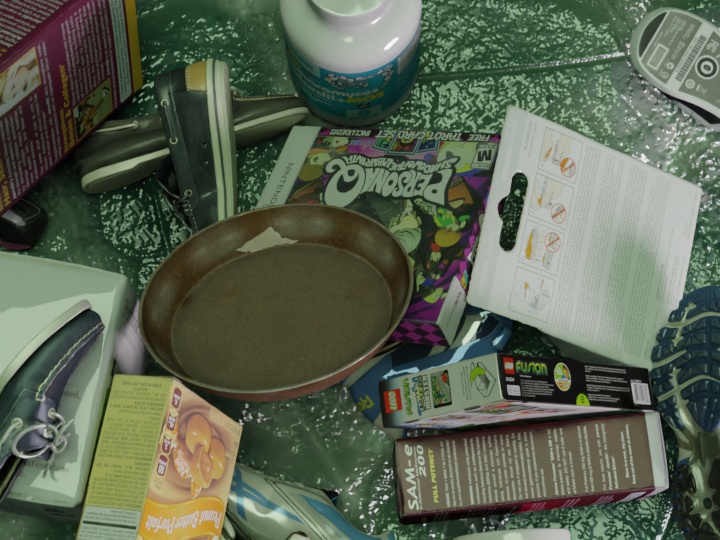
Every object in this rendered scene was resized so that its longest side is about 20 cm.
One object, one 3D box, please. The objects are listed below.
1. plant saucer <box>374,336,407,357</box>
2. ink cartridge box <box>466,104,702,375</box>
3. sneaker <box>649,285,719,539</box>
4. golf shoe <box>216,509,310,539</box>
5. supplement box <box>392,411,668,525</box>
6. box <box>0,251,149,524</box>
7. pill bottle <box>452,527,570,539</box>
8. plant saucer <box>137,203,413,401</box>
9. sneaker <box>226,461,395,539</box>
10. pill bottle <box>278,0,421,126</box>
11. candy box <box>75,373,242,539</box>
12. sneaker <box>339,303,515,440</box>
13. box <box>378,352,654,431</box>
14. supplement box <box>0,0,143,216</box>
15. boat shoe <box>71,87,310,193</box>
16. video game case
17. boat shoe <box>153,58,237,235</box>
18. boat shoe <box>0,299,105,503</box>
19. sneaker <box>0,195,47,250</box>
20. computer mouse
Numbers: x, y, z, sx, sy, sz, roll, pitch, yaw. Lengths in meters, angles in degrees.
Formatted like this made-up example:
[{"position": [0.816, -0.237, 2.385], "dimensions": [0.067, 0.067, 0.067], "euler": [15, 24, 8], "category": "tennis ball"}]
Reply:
[{"position": [0.000, 0.000, 1.303], "dimensions": [0.199, 0.037, 0.201], "euler": [-14, 48, 15], "category": "plant saucer"}, {"position": [0.167, -0.018, 1.288], "dimensions": [0.199, 0.050, 0.164], "euler": [19, 76, -25], "category": "ink cartridge box"}, {"position": [0.280, 0.112, 1.285], "dimensions": [0.077, 0.085, 0.202], "euler": [-3, 88, 44], "category": "sneaker"}, {"position": [-0.122, 0.225, 1.251], "dimensions": [0.198, 0.078, 0.098], "euler": [5, 90, 15], "category": "golf shoe"}, {"position": [0.125, 0.152, 1.264], "dimensions": [0.198, 0.109, 0.061], "euler": [-6, 78, -1], "category": "supplement box"}, {"position": [-0.273, 0.087, 1.241], "dimensions": [0.198, 0.199, 0.173], "euler": [9, 77, 1], "category": "box"}, {"position": [0.120, 0.297, 1.229], "dimensions": [0.109, 0.110, 0.202], "euler": [-4, 77, 0], "category": "pill bottle"}, {"position": [-0.059, 0.026, 1.187], "dimensions": [0.198, 0.035, 0.201], "euler": [-6, 41, 5], "category": "plant saucer"}, {"position": [-0.065, 0.187, 1.287], "dimensions": [0.199, 0.072, 0.073], "euler": [30, 53, 11], "category": "sneaker"}, {"position": [-0.007, -0.194, 1.301], "dimensions": [0.110, 0.200, 0.112], "euler": [0, 76, 2], "category": "pill bottle"}, {"position": [-0.148, 0.187, 1.171], "dimensions": [0.055, 0.115, 0.202], "euler": [1, 69, 24], "category": "candy box"}, {"position": [0.081, 0.061, 1.308], "dimensions": [0.199, 0.074, 0.083], "euler": [-32, 82, 0], "category": "sneaker"}, {"position": [0.118, 0.093, 1.219], "dimensions": [0.110, 0.199, 0.035], "euler": [-16, 74, 38], "category": "box"}, {"position": [-0.269, -0.157, 1.288], "dimensions": [0.103, 0.132, 0.200], "euler": [23, 47, 20], "category": "supplement box"}, {"position": [-0.143, -0.120, 1.355], "dimensions": [0.198, 0.067, 0.057], "euler": [-18, 81, 1], "category": "boat shoe"}, {"position": [0.005, -0.032, 1.278], "dimensions": [0.199, 0.036, 0.182], "euler": [5, 56, 29], "category": "video game case"}, {"position": [-0.128, -0.070, 1.300], "dimensions": [0.062, 0.075, 0.201], "euler": [-3, 120, -1], "category": "boat shoe"}, {"position": [-0.229, 0.110, 1.096], "dimensions": [0.062, 0.075, 0.200], "euler": [37, 80, 8], "category": "boat shoe"}, {"position": [-0.334, -0.100, 1.351], "dimensions": [0.199, 0.080, 0.087], "euler": [34, 69, 3], "category": "sneaker"}, {"position": [0.311, -0.147, 1.366], "dimensions": [0.199, 0.044, 0.110], "euler": [33, 84, 3], "category": "computer mouse"}]
